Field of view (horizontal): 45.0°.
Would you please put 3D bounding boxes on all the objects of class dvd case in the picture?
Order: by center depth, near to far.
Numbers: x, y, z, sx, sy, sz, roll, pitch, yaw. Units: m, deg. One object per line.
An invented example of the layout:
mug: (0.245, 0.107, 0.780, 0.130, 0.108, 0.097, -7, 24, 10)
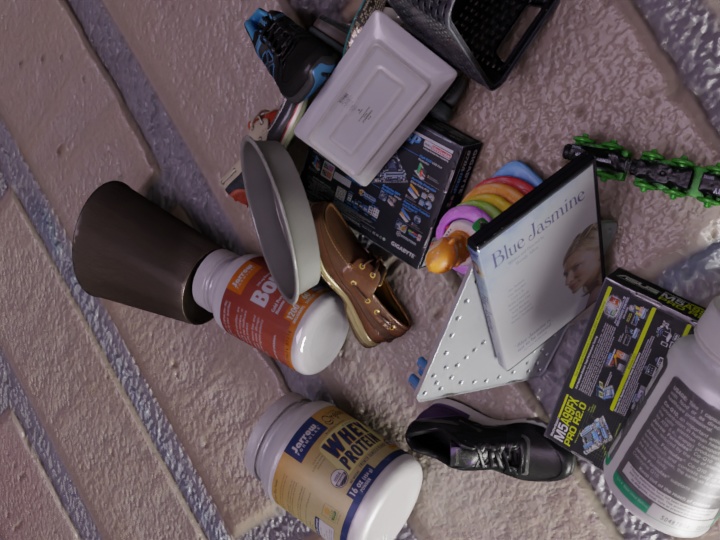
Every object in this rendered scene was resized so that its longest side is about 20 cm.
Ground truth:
dvd case: (0.176, -0.002, 0.833, 0.018, 0.142, 0.201, 45, 165, 40)

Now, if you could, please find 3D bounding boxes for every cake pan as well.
cake pan: (-0.093, -0.062, 1.013, 0.200, 0.036, 0.203, 162, 90, -75)

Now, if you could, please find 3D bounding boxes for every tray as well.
tray: (0.008, -0.172, 0.928, 0.107, 0.022, 0.200, 37, 137, -6)

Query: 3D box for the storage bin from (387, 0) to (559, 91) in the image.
storage bin: (0.107, -0.273, 0.810, 0.093, 0.200, 0.136, 37, 96, 21)

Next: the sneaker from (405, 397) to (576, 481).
sneaker: (0.144, 0.211, 1.000, 0.198, 0.087, 0.077, 8, 107, 34)

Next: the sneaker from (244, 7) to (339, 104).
sneaker: (-0.087, -0.247, 0.984, 0.073, 0.082, 0.200, -46, 28, 0)

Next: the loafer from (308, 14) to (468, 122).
loafer: (0.033, -0.241, 0.981, 0.199, 0.072, 0.063, 36, 97, 16)

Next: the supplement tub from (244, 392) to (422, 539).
supplement tub: (-0.036, 0.257, 1.109, 0.199, 0.144, 0.146, 28, 117, 26)

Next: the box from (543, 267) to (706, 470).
box: (0.295, 0.123, 0.894, 0.159, 0.044, 0.202, 28, 117, 28)

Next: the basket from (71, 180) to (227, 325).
basket: (-0.288, -0.012, 1.230, 0.198, 0.136, 0.183, 21, 118, 26)

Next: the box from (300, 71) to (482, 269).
box: (0.026, -0.120, 1.021, 0.199, 0.046, 0.161, 33, 120, 25)

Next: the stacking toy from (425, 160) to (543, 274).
stacking toy: (0.119, -0.032, 0.881, 0.110, 0.199, 0.116, 48, 125, 15)

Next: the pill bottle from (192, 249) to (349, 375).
pill bottle: (-0.120, 0.046, 1.132, 0.198, 0.112, 0.114, 24, 116, 28)

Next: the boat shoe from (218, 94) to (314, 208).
boat shoe: (-0.119, -0.163, 1.096, 0.062, 0.071, 0.201, 36, 128, 2)

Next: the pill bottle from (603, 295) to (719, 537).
pill bottle: (0.312, 0.132, 0.786, 0.113, 0.113, 0.202, 34, 120, 24)

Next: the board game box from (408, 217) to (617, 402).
board game box: (0.153, 0.034, 0.880, 0.026, 0.198, 0.202, 44, 125, 40)

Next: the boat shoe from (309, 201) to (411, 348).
boat shoe: (0.000, 0.001, 1.042, 0.067, 0.072, 0.202, -15, 116, 27)

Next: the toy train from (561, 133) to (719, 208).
toy train: (0.289, -0.091, 0.832, 0.198, 0.056, 0.042, 20, 98, 31)

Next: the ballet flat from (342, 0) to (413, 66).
ballet flat: (0.048, -0.288, 0.908, 0.075, 0.068, 0.202, 26, 90, 40)
